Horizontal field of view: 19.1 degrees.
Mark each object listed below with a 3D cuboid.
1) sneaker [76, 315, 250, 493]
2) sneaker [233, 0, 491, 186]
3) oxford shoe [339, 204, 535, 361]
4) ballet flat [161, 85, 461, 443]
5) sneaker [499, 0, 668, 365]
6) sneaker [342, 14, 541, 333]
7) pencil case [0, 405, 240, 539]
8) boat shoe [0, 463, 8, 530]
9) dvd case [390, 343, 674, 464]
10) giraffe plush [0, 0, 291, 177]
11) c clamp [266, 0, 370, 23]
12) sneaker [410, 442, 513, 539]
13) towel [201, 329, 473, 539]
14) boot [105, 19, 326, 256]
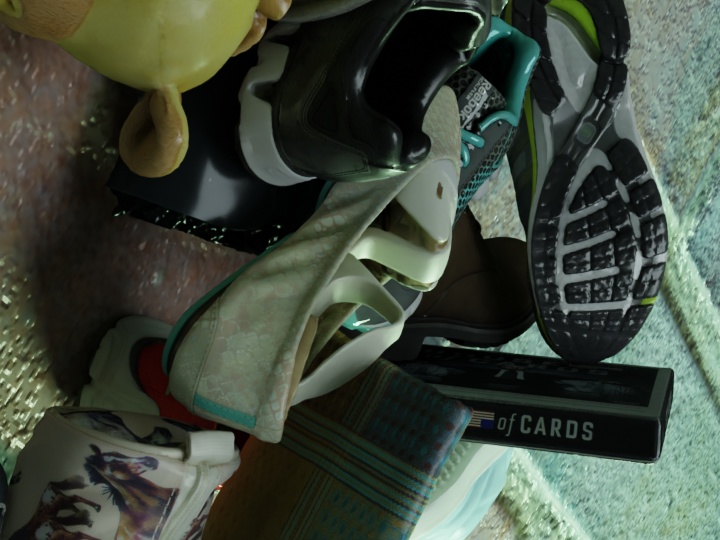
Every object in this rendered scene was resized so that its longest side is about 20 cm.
[{"bbox_3d":[-0.046,0.076,0.956,0.200,0.085,0.077,15,98,-60],"label":"sneaker"},{"bbox_3d":[0.019,-0.123,0.805,0.066,0.090,0.201,18,88,-48],"label":"sneaker"},{"bbox_3d":[0.042,-0.007,1.066,0.200,0.072,0.085,-7,112,-59],"label":"oxford shoe"},{"bbox_3d":[0.000,0.000,0.842,0.200,0.062,0.068,-47,157,-37],"label":"ballet flat"},{"bbox_3d":[0.105,-0.053,1.073,0.081,0.073,0.202,163,-77,-79],"label":"sneaker"},{"bbox_3d":[0.026,-0.052,0.962,0.091,0.077,0.200,-58,180,40],"label":"sneaker"},{"bbox_3d":[-0.107,0.144,0.802,0.078,0.089,0.201,17,92,-54],"label":"pencil case"},{"bbox_3d":[-0.182,0.149,0.788,0.066,0.074,0.201,-4,114,-69],"label":"boat shoe"},{"bbox_3d":[0.072,0.060,1.020,0.200,0.149,0.025,-22,117,-80],"label":"dvd case"},{"bbox_3d":[-0.071,-0.132,0.731,0.162,0.199,0.173,-50,-172,50],"label":"giraffe plush"},{"bbox_3d":[-0.001,-0.189,0.752,0.027,0.170,0.202,-8,99,-52],"label":"c clamp"},{"bbox_3d":[0.026,0.129,1.127,0.200,0.074,0.082,-27,129,-49],"label":"sneaker"},{"bbox_3d":[-0.034,0.124,0.824,0.022,0.147,0.201,29,89,-26],"label":"towel"},{"bbox_3d":[-0.017,-0.086,0.902,0.200,0.076,0.169,7,99,-53],"label":"boot"}]
